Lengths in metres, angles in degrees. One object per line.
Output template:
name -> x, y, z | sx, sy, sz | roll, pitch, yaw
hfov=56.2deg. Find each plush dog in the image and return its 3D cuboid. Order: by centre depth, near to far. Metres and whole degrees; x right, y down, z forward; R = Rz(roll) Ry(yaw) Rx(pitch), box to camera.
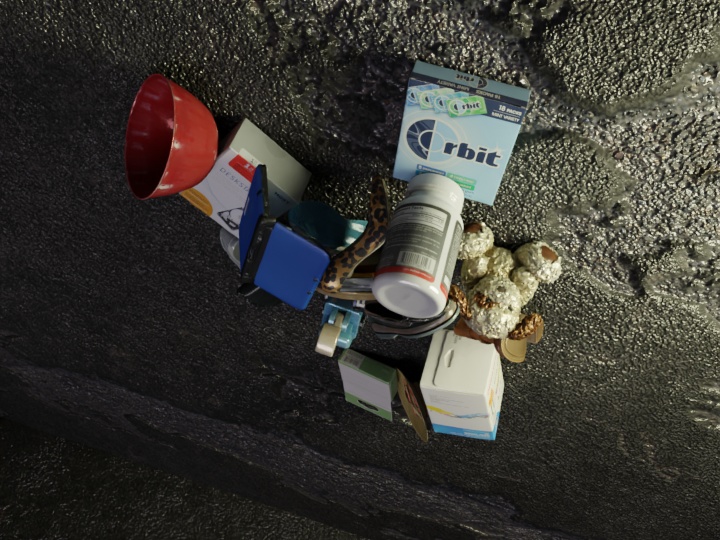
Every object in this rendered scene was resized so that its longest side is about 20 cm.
plush dog -> 0.229, 0.037, 1.166 | 0.197, 0.174, 0.161 | 19, 145, 1

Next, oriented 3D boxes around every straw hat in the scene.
straw hat -> 0.155, 0.306, 1.627 | 0.084, 0.202, 0.203 | -23, 142, -10

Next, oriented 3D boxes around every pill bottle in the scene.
pill bottle -> 0.095, -0.040, 1.036 | 0.114, 0.203, 0.116 | 14, 152, 8

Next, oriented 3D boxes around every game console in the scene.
game console -> -0.134, -0.052, 1.146 | 0.116, 0.173, 0.201 | 3, 150, -20

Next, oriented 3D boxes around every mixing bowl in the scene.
mixing bowl -> -0.305, -0.214, 1.123 | 0.107, 0.204, 0.199 | 4, 160, -41

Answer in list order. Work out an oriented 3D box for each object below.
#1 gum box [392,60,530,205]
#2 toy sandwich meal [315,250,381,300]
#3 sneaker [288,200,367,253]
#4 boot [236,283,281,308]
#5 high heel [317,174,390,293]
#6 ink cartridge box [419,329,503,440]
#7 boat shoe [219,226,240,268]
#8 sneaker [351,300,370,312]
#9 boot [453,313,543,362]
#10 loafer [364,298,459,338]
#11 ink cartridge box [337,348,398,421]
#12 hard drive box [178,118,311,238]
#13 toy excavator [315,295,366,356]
gum box -> 0.144, -0.200, 1.009 | 0.167, 0.045, 0.201 | 16, 146, 6
toy sandwich meal -> 0.000, 0.000, 1.248 | 0.202, 0.205, 0.072 | 8, 104, 17
sneaker -> -0.061, -0.068, 1.212 | 0.080, 0.078, 0.198 | -10, 160, 40
boot -> -0.189, 0.006, 1.354 | 0.162, 0.074, 0.197 | -36, 151, 32
high heel -> -0.019, -0.062, 1.145 | 0.140, 0.204, 0.071 | 0, 178, 2
ink cartridge box -> 0.226, 0.250, 1.470 | 0.142, 0.149, 0.201 | 4, 142, 21
boat shoe -> -0.235, -0.037, 1.399 | 0.072, 0.070, 0.201 | 46, 171, 25
sneaker -> 0.042, 0.070, 1.284 | 0.110, 0.200, 0.074 | 0, 104, -15
boot -> 0.245, 0.119, 1.276 | 0.152, 0.075, 0.199 | 6, -174, 31
loafer -> 0.078, 0.073, 1.141 | 0.199, 0.072, 0.063 | -17, 119, 50
ink cartridge box -> 0.023, 0.288, 1.691 | 0.144, 0.048, 0.201 | 21, 148, 21
hard drive box -> -0.210, -0.158, 1.217 | 0.155, 0.078, 0.199 | 37, 141, -23
toy excavator -> -0.046, 0.118, 1.389 | 0.098, 0.202, 0.196 | 17, 145, 3
